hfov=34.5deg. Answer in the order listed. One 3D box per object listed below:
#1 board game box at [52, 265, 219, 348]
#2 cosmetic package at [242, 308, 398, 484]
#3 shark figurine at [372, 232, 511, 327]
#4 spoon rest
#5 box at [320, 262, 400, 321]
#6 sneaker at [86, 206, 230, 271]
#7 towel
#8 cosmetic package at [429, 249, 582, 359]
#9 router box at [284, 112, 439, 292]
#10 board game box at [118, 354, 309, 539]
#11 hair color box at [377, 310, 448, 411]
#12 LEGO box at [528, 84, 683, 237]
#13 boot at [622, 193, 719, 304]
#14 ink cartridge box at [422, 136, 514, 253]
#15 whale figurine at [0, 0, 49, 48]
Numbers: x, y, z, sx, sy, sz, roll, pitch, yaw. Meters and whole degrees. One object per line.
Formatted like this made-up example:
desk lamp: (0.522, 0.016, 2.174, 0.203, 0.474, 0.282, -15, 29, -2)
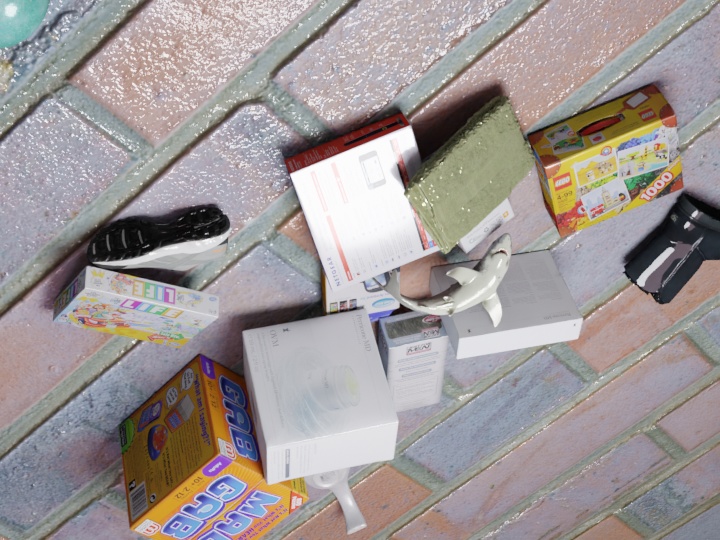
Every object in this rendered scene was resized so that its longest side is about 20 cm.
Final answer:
board game box: (-0.317, 0.054, 1.638, 0.197, 0.035, 0.134, 14, 150, -29)
cosmetic package: (-0.063, 0.185, 1.725, 0.197, 0.202, 0.124, -9, 145, -11)
shark figurine: (0.127, 0.028, 1.715, 0.211, 0.090, 0.130, -16, 107, -7)
spoon rest: (-0.047, 0.379, 2.062, 0.098, 0.061, 0.202, -23, 121, 2)
box: (0.000, 0.000, 1.733, 0.117, 0.042, 0.202, -10, 136, -10)
sneaker: (-0.274, -0.027, 1.591, 0.197, 0.075, 0.080, -8, 140, -11)
towel: (0.152, -0.133, 1.597, 0.200, 0.036, 0.149, -44, 135, -10)
cosmetic package: (0.220, 0.050, 1.776, 0.197, 0.152, 0.052, -8, 134, -11)
router box: (0.009, -0.092, 1.607, 0.177, 0.049, 0.202, -21, 121, -3)
board game box: (-0.232, 0.299, 1.813, 0.199, 0.202, 0.199, -40, 131, 19)
hair color box: (0.081, 0.146, 1.858, 0.097, 0.061, 0.201, -11, 144, -9)
LEGO box: (0.358, -0.157, 1.684, 0.197, 0.078, 0.150, -22, 135, 2)
boot: (0.539, -0.017, 1.874, 0.198, 0.077, 0.169, 22, 118, -25)
ink cartridge box: (0.150, -0.121, 1.660, 0.094, 0.037, 0.201, -37, 136, -6)
whale figurine: (-0.427, -0.319, 1.244, 0.159, 0.105, 0.199, -40, 131, 19)
